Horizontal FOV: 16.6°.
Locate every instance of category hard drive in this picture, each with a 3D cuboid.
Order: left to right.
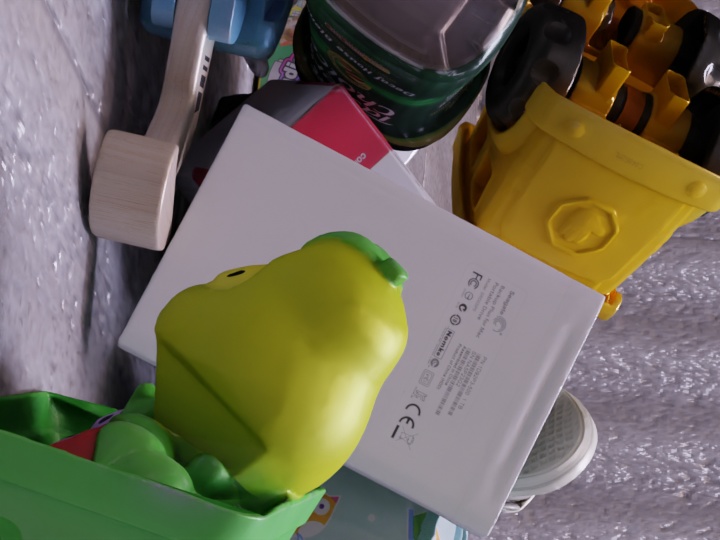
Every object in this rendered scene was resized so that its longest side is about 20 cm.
[{"bbox_3d":[0.001,0.025,1.198,0.132,0.200,0.026,-62,-178,-10],"label":"hard drive"}]

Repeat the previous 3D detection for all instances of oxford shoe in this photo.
[{"bbox_3d":[0.076,0.102,1.330,0.058,0.075,0.200,53,-21,-12],"label":"oxford shoe"}]

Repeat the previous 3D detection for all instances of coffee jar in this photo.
[{"bbox_3d":[0.020,-0.124,1.245,0.085,0.104,0.200,-54,177,-9],"label":"coffee jar"}]

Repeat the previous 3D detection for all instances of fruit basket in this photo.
[{"bbox_3d":[-0.074,0.065,1.001,0.216,0.155,0.216,18,90,-83],"label":"fruit basket"}]

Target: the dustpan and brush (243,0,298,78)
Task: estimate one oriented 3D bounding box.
[{"bbox_3d":[-0.059,-0.170,1.349,0.200,0.057,0.140,-115,-157,-44],"label":"dustpan and brush"}]

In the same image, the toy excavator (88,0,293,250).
[{"bbox_3d":[-0.077,-0.125,1.220,0.195,0.100,0.201,-61,162,-72],"label":"toy excavator"}]

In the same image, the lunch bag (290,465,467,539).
[{"bbox_3d":[-0.034,0.147,1.298,0.200,0.170,0.122,82,28,-64],"label":"lunch bag"}]

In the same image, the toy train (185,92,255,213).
[{"bbox_3d":[-0.080,-0.036,1.421,0.200,0.042,0.057,-77,158,-55],"label":"toy train"}]

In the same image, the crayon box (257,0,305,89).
[{"bbox_3d":[-0.035,-0.073,1.689,0.173,0.058,0.201,79,16,-65],"label":"crayon box"}]

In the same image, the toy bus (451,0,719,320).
[{"bbox_3d":[0.110,-0.065,1.367,0.192,0.135,0.200,-57,-162,32],"label":"toy bus"}]

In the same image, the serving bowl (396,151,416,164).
[{"bbox_3d":[0.012,-0.109,1.463,0.200,0.066,0.200,-51,176,-5],"label":"serving bowl"}]

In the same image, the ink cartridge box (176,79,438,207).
[{"bbox_3d":[0.000,0.000,1.312,0.200,0.086,0.148,53,-11,-13],"label":"ink cartridge box"}]
